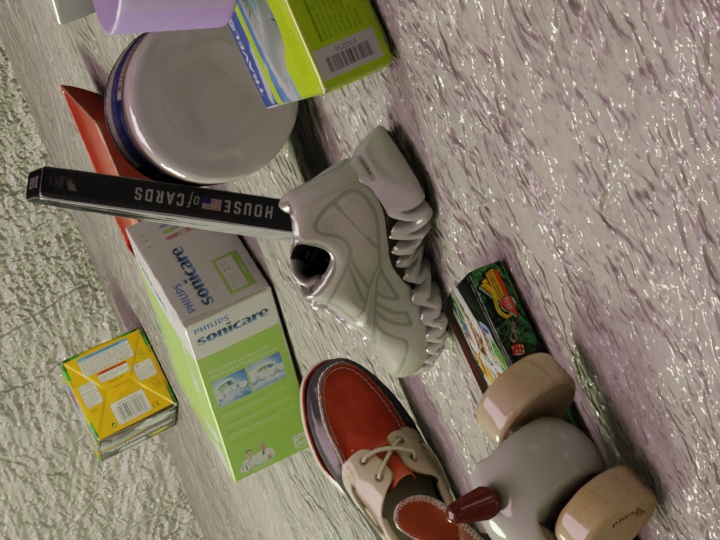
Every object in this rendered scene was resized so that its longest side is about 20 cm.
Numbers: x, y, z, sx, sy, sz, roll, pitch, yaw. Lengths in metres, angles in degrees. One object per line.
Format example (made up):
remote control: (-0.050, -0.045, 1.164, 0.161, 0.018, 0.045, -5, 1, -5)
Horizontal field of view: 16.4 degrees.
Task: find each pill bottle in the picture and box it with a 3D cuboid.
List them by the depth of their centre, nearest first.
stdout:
pill bottle: (-0.109, -0.110, 1.637, 0.112, 0.110, 0.200, 66, 170, -6)

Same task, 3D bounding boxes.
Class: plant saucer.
plant saucer: (-0.241, -0.091, 2.589, 0.201, 0.037, 0.200, 68, 170, -21)

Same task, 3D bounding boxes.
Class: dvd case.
dvd case: (-0.116, -0.042, 1.640, 0.150, 0.199, 0.025, -178, 95, -79)

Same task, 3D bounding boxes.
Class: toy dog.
toy dog: (0.070, 0.140, 1.225, 0.132, 0.096, 0.201, 38, 140, 44)

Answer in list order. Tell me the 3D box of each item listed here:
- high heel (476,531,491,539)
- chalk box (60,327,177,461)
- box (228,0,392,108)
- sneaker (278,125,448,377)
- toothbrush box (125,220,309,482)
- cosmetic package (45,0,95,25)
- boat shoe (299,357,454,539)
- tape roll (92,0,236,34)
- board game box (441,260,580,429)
high heel: (0.095, 0.256, 1.544, 0.143, 0.071, 0.201, 53, 151, 33)
chalk box: (-0.331, 0.175, 3.438, 0.124, 0.124, 0.200, 63, 169, 10)
box: (-0.044, -0.155, 1.375, 0.123, 0.047, 0.200, 67, 169, -5)
sneaker: (0.000, 0.000, 1.426, 0.075, 0.081, 0.200, 56, 168, 35)
toothbrush box: (-0.120, 0.058, 2.167, 0.146, 0.086, 0.201, 55, 167, 46)
cosmetic package: (-0.195, -0.306, 1.594, 0.200, 0.122, 0.201, 80, 164, -55)
boat shoe: (0.025, 0.146, 1.671, 0.201, 0.071, 0.063, 63, 164, 3)
tape roll: (-0.110, -0.227, 1.316, 0.200, 0.065, 0.202, 175, 90, -77)
board game box: (0.099, 0.096, 1.300, 0.201, 0.023, 0.105, 65, 168, 6)
